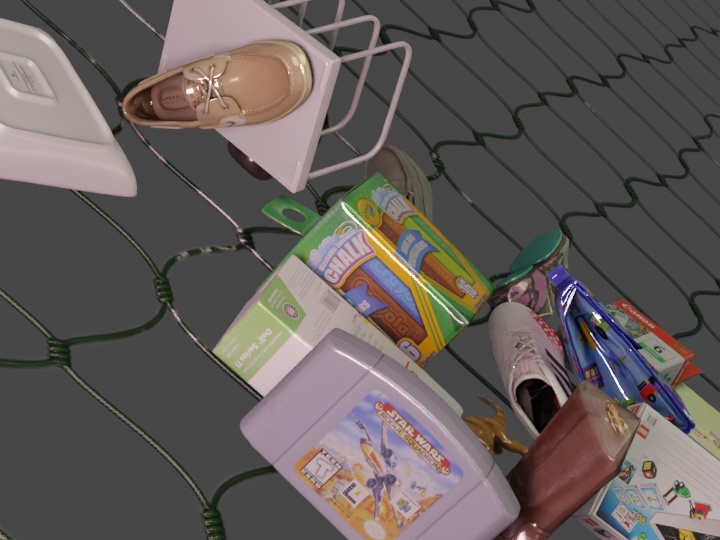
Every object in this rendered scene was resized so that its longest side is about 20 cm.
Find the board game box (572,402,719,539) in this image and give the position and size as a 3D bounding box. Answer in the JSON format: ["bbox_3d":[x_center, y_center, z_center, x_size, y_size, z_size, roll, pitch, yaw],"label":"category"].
[{"bbox_3d":[0.305,0.233,1.607,0.200,0.035,0.126,38,67,-15],"label":"board game box"}]

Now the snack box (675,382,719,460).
[{"bbox_3d":[0.381,0.186,1.938,0.200,0.037,0.116,39,24,-13],"label":"snack box"}]

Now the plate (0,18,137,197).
[{"bbox_3d":[-0.288,-0.151,1.417,0.200,0.032,0.200,7,45,-54],"label":"plate"}]

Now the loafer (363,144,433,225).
[{"bbox_3d":[0.035,-0.063,1.746,0.070,0.070,0.200,36,24,-39],"label":"loafer"}]

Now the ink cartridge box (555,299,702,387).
[{"bbox_3d":[0.305,0.086,1.895,0.109,0.050,0.200,40,31,25],"label":"ink cartridge box"}]

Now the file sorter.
[{"bbox_3d":[-0.068,-0.194,1.578,0.124,0.139,0.200,-21,50,-42],"label":"file sorter"}]

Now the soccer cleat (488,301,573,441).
[{"bbox_3d":[0.171,0.104,1.693,0.085,0.069,0.200,39,25,-51],"label":"soccer cleat"}]

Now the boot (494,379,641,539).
[{"bbox_3d":[0.150,0.201,1.338,0.064,0.200,0.187,28,28,-32],"label":"boot"}]

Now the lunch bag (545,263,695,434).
[{"bbox_3d":[0.241,0.085,1.714,0.200,0.094,0.151,59,6,1],"label":"lunch bag"}]

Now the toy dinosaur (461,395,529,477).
[{"bbox_3d":[0.117,0.151,1.542,0.106,0.060,0.200,50,24,15],"label":"toy dinosaur"}]

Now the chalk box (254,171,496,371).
[{"bbox_3d":[0.000,0.000,1.519,0.200,0.124,0.125,45,23,0],"label":"chalk box"}]

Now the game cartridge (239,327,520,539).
[{"bbox_3d":[0.018,0.145,1.303,0.200,0.133,0.042,44,31,-1],"label":"game cartridge"}]

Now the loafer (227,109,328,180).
[{"bbox_3d":[-0.066,-0.147,1.715,0.073,0.071,0.200,43,24,-5],"label":"loafer"}]

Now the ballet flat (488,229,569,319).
[{"bbox_3d":[0.194,0.017,1.892,0.071,0.069,0.200,61,27,-7],"label":"ballet flat"}]

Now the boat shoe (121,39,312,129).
[{"bbox_3d":[-0.128,-0.157,1.510,0.065,0.200,0.072,-21,103,-48],"label":"boat shoe"}]

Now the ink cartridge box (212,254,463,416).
[{"bbox_3d":[-0.015,0.091,1.417,0.200,0.067,0.117,42,23,-4],"label":"ink cartridge box"}]
